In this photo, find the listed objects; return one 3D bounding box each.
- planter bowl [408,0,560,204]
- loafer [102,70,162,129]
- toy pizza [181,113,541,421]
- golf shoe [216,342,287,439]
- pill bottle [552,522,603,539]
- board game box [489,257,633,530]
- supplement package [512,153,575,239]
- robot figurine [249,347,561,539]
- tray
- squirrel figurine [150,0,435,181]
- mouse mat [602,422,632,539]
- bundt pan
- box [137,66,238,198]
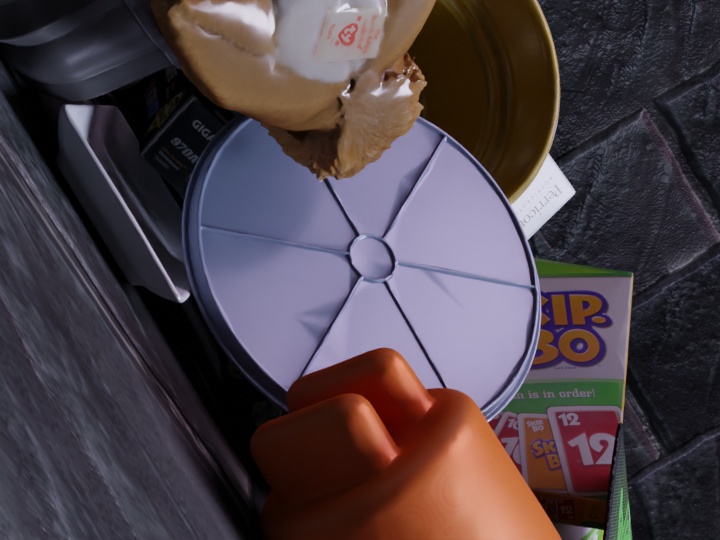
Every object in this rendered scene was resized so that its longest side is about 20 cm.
[{"bbox_3d":[0.005,-0.103,1.208,0.201,0.200,0.083,59,-29,2],"label":"planter bowl"},{"bbox_3d":[-0.139,-0.132,1.308,0.200,0.072,0.063,59,6,-78],"label":"loafer"},{"bbox_3d":[0.000,0.000,1.097,0.201,0.200,0.032,59,-36,11],"label":"toy pizza"},{"bbox_3d":[-0.020,0.093,1.114,0.088,0.077,0.201,87,-19,-63],"label":"golf shoe"},{"bbox_3d":[0.082,0.170,1.199,0.200,0.111,0.111,83,-16,-46],"label":"pill bottle"},{"bbox_3d":[0.094,0.054,1.154,0.200,0.095,0.030,-77,174,-53],"label":"board game box"},{"bbox_3d":[0.021,-0.093,1.361,0.200,0.117,0.117,49,-8,-33],"label":"supplement package"},{"bbox_3d":[0.031,0.135,0.975,0.200,0.116,0.144,57,-2,-15],"label":"robot figurine"},{"bbox_3d":[-0.116,-0.033,1.097,0.108,0.022,0.200,58,3,-3],"label":"tray"},{"bbox_3d":[-0.049,-0.147,1.054,0.187,0.141,0.200,46,-10,41],"label":"squirrel figurine"},{"bbox_3d":[0.121,0.191,1.023,0.200,0.007,0.161,-75,160,-54],"label":"mouse mat"},{"bbox_3d":[-0.167,-0.167,1.059,0.202,0.076,0.202,58,3,-5],"label":"bundt pan"},{"bbox_3d":[-0.042,-0.032,1.235,0.200,0.046,0.159,43,7,-14],"label":"box"}]
